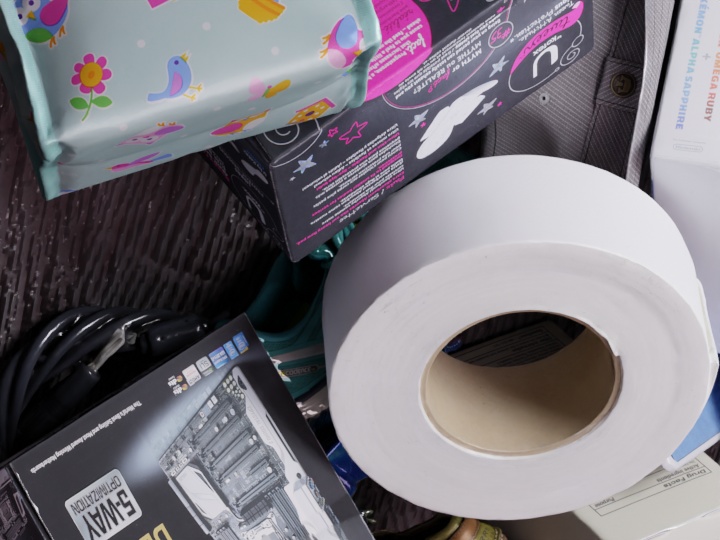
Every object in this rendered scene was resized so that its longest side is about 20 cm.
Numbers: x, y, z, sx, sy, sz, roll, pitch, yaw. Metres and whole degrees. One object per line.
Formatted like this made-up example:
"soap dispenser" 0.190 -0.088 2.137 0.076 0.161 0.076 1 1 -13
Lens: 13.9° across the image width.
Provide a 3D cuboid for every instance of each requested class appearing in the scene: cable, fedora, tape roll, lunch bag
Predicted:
"cable" -0.138 0.112 1.614 0.163 0.051 0.201 -12 126 -31
"fedora" 0.113 -0.097 1.602 0.090 0.177 0.201 11 104 1
"tape roll" 0.081 0.037 1.535 0.202 0.071 0.203 -2 131 -3
"lunch bag" -0.099 -0.157 1.358 0.170 0.201 0.122 -16 170 -9

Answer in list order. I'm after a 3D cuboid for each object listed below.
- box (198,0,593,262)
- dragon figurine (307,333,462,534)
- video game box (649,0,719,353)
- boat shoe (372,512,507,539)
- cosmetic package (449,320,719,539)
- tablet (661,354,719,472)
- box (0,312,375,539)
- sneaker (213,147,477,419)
"box" 0.001 -0.125 1.485 0.200 0.132 0.115 -36 156 -13
"dragon figurine" -0.017 0.101 1.692 0.200 0.059 0.100 -41 135 -7
"video game box" 0.196 -0.082 1.629 0.200 0.047 0.183 79 24 -58
"boat shoe" 0.016 0.183 1.724 0.068 0.200 0.072 44 45 -18
"cosmetic package" 0.126 0.119 1.712 0.105 0.200 0.071 -17 129 -26
"tablet" 0.175 0.042 1.705 0.014 0.130 0.200 -28 177 23
"box" -0.091 0.132 1.490 0.050 0.158 0.200 -28 -177 40
"sneaker" 0.000 0.000 1.612 0.200 0.077 0.080 -45 127 -21
